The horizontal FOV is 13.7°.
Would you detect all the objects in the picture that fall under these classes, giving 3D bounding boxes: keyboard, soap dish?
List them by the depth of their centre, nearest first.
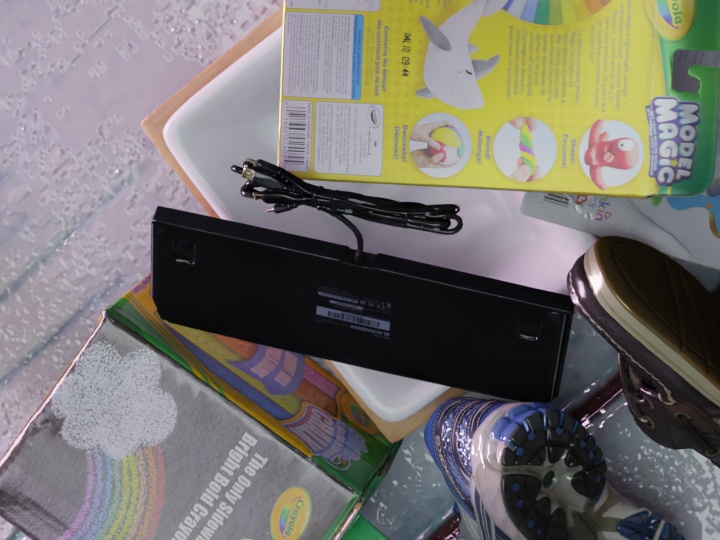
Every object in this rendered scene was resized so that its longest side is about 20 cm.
[{"bbox_3d":[0.000,0.000,1.373,0.199,0.021,0.127,12,140,5],"label":"keyboard"},{"bbox_3d":[0.017,-0.042,1.440,0.157,0.081,0.200,-37,94,17],"label":"soap dish"}]

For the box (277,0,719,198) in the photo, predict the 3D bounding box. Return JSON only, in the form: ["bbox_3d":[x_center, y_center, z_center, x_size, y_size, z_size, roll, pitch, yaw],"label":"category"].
[{"bbox_3d":[0.065,-0.094,1.342,0.199,0.048,0.118,4,95,18],"label":"box"}]

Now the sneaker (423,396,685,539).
[{"bbox_3d":[0.094,0.125,1.453,0.085,0.077,0.200,20,150,45],"label":"sneaker"}]

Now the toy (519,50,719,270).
[{"bbox_3d":[0.176,-0.056,1.407,0.199,0.047,0.116,15,88,-15],"label":"toy"}]

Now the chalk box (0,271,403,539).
[{"bbox_3d":[-0.062,0.109,1.471,0.200,0.124,0.125,37,106,1],"label":"chalk box"}]

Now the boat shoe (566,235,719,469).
[{"bbox_3d":[0.153,0.053,1.397,0.065,0.073,0.200,-33,133,24],"label":"boat shoe"}]
